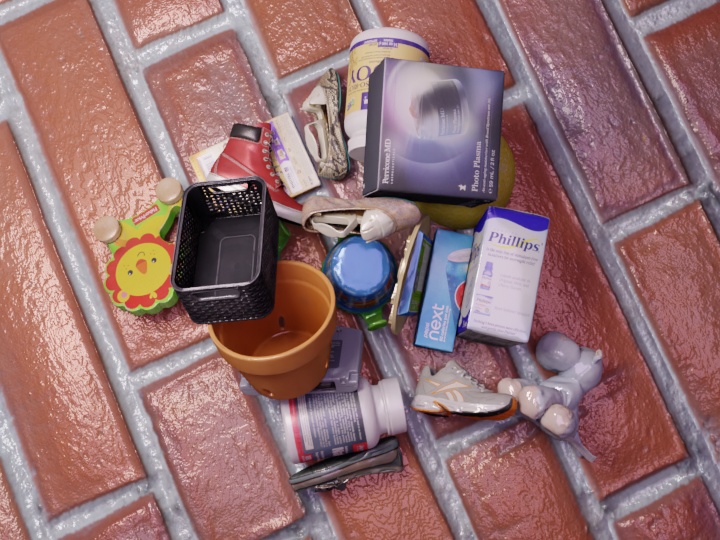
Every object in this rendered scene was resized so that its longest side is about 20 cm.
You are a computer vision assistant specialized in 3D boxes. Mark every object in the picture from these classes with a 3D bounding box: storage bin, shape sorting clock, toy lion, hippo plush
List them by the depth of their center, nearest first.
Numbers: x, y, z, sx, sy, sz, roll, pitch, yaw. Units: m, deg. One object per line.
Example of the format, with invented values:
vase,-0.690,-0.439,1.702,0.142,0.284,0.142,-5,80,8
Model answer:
storage bin,-0.200,-0.032,1.192,0.132,0.094,0.203,-5,54,7
shape sorting clock,0.081,0.006,1.302,0.038,0.200,0.204,11,82,11
hippo plush,0.340,0.192,1.304,0.198,0.159,0.162,33,84,4
toy lion,-0.348,-0.030,1.339,0.198,0.069,0.193,-33,68,-5

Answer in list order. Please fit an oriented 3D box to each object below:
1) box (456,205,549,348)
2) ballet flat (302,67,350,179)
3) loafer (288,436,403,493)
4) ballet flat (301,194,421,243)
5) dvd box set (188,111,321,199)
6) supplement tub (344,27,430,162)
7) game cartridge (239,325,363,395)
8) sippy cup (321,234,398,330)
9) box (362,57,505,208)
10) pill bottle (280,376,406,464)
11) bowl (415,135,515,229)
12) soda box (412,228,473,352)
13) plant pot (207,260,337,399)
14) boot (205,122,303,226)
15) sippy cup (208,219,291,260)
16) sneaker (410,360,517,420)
box,0.230,0.017,1.312,0.103,0.184,0.204,12,82,2
ballet flat,-0.065,-0.261,1.394,0.074,0.068,0.204,-4,84,-28
loafer,-0.021,0.341,1.324,0.197,0.072,0.064,-20,91,-6
ballet flat,-0.004,-0.076,1.242,0.196,0.069,0.068,3,44,21
dvd box set,-0.187,-0.174,1.402,0.197,0.029,0.148,-26,85,-5
supplement tub,0.045,-0.296,1.366,0.142,0.145,0.204,4,82,-1
game cartridge,-0.094,0.147,1.318,0.196,0.134,0.042,-3,124,9
sippy cup,0.000,0.000,1.328,0.177,0.130,0.140,37,83,4
box,0.112,-0.211,1.240,0.194,0.123,0.204,3,89,-10
pill bottle,-0.027,0.242,1.309,0.196,0.120,0.122,-11,83,-2
bowl,0.181,-0.181,1.374,0.196,0.108,0.205,0,82,-1
soda box,0.142,0.036,1.367,0.066,0.064,0.204,11,83,0
plant pot,-0.126,0.104,1.232,0.196,0.142,0.202,-5,44,5
boot,-0.150,-0.170,1.354,0.197,0.072,0.146,26,83,3
sippy cup,-0.204,-0.014,1.332,0.137,0.130,0.181,19,82,1
sneaker,0.168,0.194,1.303,0.197,0.075,0.094,-3,71,40
